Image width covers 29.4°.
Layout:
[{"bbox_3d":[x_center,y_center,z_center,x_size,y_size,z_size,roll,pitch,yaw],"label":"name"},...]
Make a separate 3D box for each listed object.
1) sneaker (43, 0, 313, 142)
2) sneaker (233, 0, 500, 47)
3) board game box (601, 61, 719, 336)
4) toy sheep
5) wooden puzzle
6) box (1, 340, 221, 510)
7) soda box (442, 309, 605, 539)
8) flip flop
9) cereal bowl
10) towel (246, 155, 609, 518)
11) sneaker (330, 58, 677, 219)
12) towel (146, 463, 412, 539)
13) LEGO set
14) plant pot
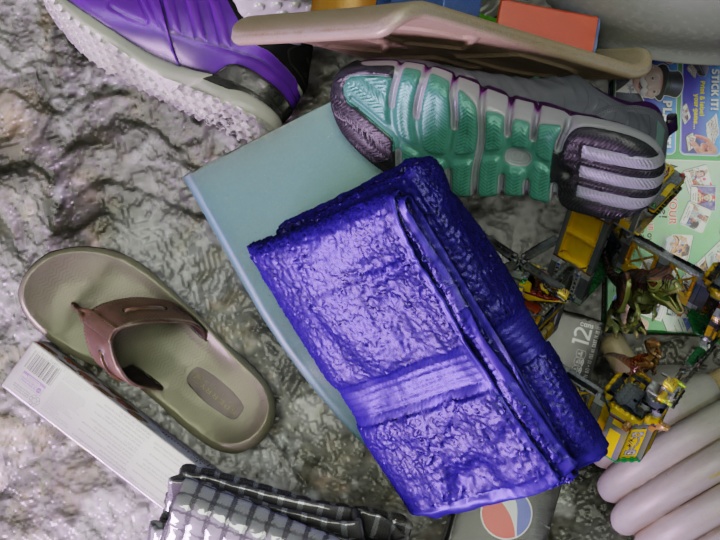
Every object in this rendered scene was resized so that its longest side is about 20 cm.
[{"bbox_3d":[-0.121,-0.170,0.951,0.199,0.070,0.100,29,77,5],"label":"sneaker"},{"bbox_3d":[0.004,-0.205,0.924,0.199,0.076,0.081,-6,70,-24],"label":"sneaker"},{"bbox_3d":[0.235,-0.055,0.937,0.134,0.029,0.201,3,86,3],"label":"board game box"},{"bbox_3d":[0.215,0.126,0.878,0.137,0.138,0.201,-31,70,0],"label":"toy sheep"},{"bbox_3d":[0.048,-0.149,0.837,0.199,0.185,0.047,3,95,-34],"label":"wooden puzzle"},{"bbox_3d":[-0.153,0.121,0.938,0.200,0.039,0.042,35,89,5],"label":"box"},{"bbox_3d":[0.103,0.122,0.908,0.063,0.071,0.201,16,87,3],"label":"soda box"},{"bbox_3d":[-0.145,0.052,0.933,0.200,0.058,0.081,38,88,5],"label":"flip flop"},{"bbox_3d":[0.202,-0.179,0.873,0.199,0.200,0.084,6,107,3],"label":"cereal bowl"},{"bbox_3d":[0.032,0.047,0.779,0.147,0.050,0.201,-25,101,37],"label":"towel"},{"bbox_3d":[0.084,-0.087,0.805,0.199,0.088,0.075,18,126,14],"label":"sneaker"},{"bbox_3d":[-0.061,0.227,0.878,0.165,0.086,0.201,17,113,6],"label":"towel"},{"bbox_3d":[0.164,0.004,0.823,0.154,0.116,0.200,39,50,26],"label":"LEGO set"},{"bbox_3d":[0.000,0.000,0.895,0.141,0.141,0.201,-27,91,1],"label":"plant pot"}]
